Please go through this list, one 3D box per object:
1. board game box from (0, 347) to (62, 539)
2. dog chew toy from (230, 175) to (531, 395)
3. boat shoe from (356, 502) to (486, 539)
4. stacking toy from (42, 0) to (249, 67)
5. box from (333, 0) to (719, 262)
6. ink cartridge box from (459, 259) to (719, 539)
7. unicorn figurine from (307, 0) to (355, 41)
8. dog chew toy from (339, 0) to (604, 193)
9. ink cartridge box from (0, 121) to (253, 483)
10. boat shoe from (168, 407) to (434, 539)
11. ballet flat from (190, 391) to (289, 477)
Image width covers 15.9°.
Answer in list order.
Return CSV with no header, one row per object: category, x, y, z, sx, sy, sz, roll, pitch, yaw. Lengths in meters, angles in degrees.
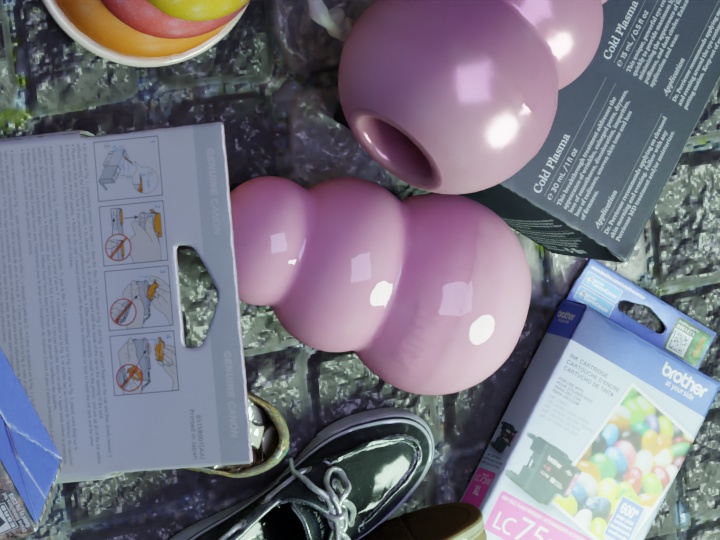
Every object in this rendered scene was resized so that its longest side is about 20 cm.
board game box,-0.291,0.096,1.408,0.200,0.097,0.160,-24,106,10
dog chew toy,0.000,0.000,1.558,0.200,0.125,0.125,17,88,-16
boat shoe,-0.002,0.216,1.604,0.200,0.074,0.066,-30,109,-7
stacking toy,-0.095,-0.188,1.452,0.146,0.200,0.146,-2,95,-23
box,0.117,-0.136,1.599,0.182,0.104,0.200,31,82,-22
ink cartridge box,0.154,0.105,1.674,0.119,0.042,0.200,30,81,-23
unicorn figurine,-0.011,-0.205,1.511,0.074,0.200,0.137,-21,136,14
dog chew toy,0.078,-0.141,1.460,0.125,0.124,0.200,46,70,-20
ink cartridge box,-0.151,0.019,1.477,0.173,0.044,0.200,-5,89,8
boat shoe,-0.032,0.150,1.582,0.199,0.068,0.074,-25,104,-19
ballet flat,-0.132,0.080,1.535,0.200,0.071,0.071,18,88,-23
